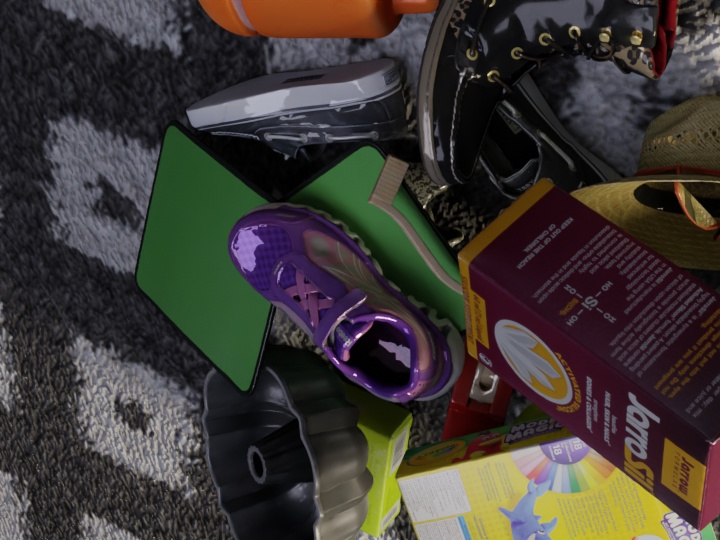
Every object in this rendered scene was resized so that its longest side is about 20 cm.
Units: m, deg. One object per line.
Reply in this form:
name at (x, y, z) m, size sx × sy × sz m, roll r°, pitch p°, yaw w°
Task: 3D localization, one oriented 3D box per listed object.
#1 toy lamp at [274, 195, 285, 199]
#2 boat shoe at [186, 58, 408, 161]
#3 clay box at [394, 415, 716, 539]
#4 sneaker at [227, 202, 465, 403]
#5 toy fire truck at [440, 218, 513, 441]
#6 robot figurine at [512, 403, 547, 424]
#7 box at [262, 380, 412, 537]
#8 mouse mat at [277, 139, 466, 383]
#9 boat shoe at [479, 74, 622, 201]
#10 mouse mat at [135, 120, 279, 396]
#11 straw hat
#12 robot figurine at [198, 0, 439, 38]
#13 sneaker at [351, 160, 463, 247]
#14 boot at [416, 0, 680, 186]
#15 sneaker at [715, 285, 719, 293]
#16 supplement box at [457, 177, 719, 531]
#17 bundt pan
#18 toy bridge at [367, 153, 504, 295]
toy lamp at (-0.101, -0.049, 1.182) m, size 0.198 × 0.058 × 0.059 m, roll -5°, pitch 114°, yaw 35°
boat shoe at (-0.051, -0.119, 1.096) m, size 0.198 × 0.072 × 0.069 m, roll -5°, pitch 113°, yaw 30°
clay box at (0.135, 0.160, 0.948) m, size 0.197 × 0.048 × 0.116 m, roll -16°, pitch 105°, yaw 18°
sneaker at (-0.016, 0.026, 0.993) m, size 0.199 × 0.088 × 0.081 m, roll 38°, pitch 110°, yaw 6°
toy fire truck at (0.097, 0.079, 1.053) m, size 0.048 × 0.202 × 0.141 m, roll 14°, pitch 155°, yaw 5°
robot figurine at (0.164, 0.169, 1.057) m, size 0.116 × 0.175 × 0.201 m, roll 44°, pitch 159°, yaw 30°
box at (-0.052, 0.148, 1.271) m, size 0.198 × 0.048 × 0.123 m, roll 23°, pitch 127°, yaw 22°
mouse mat at (0.000, 0.000, 1.055) m, size 0.162 × 0.008 × 0.199 m, roll 55°, pitch 140°, yaw -5°
boat shoe at (0.127, -0.069, 0.997) m, size 0.200 × 0.064 × 0.071 m, roll 50°, pitch 133°, yaw 0°
mouse mat at (-0.124, -0.013, 1.130) m, size 0.200 × 0.007 × 0.163 m, roll 38°, pitch 122°, yaw 41°
straw hat at (0.229, -0.066, 0.905) m, size 0.199 × 0.200 × 0.086 m, roll 1°, pitch 75°, yaw 35°
robot figurine at (-0.038, -0.223, 0.974) m, size 0.197 × 0.144 × 0.118 m, roll 3°, pitch 113°, yaw 20°
sneaker at (0.038, -0.009, 1.097) m, size 0.087 × 0.078 × 0.202 m, roll 0°, pitch 135°, yaw 3°
boot at (0.124, -0.146, 0.907) m, size 0.149 × 0.073 × 0.203 m, roll 12°, pitch 85°, yaw 24°
sneaker at (0.277, 0.056, 0.911) m, size 0.199 × 0.140 × 0.078 m, roll -26°, pitch 101°, yaw 42°
supplement box at (0.160, 0.050, 0.855) m, size 0.199 × 0.085 × 0.111 m, roll 38°, pitch 156°, yaw 31°
bundt pan at (-0.056, 0.154, 1.160) m, size 0.201 × 0.075 × 0.205 m, roll 27°, pitch 123°, yaw 53°
toy bridge at (0.095, -0.009, 0.969) m, size 0.198 × 0.027 × 0.068 m, roll 25°, pitch 91°, yaw -7°
